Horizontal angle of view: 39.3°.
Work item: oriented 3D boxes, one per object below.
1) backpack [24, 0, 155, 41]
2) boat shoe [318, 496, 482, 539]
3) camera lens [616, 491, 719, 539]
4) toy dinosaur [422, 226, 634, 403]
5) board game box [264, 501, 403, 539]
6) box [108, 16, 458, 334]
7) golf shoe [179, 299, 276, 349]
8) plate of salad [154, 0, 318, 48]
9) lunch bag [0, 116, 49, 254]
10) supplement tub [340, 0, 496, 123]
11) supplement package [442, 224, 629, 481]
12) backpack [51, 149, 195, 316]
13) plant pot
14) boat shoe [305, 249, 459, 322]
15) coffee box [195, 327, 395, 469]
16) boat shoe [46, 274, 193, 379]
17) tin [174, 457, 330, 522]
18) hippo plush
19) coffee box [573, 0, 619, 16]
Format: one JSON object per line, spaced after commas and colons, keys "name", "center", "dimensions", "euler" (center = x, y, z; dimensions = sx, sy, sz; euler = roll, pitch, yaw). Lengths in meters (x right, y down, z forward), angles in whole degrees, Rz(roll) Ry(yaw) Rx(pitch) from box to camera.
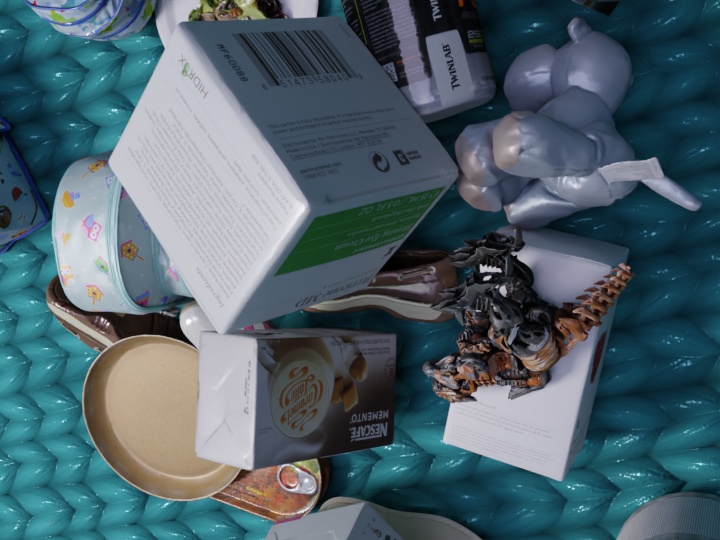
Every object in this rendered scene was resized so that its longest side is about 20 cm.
{"name": "backpack", "center": [-0.281, -0.345, 1.064], "dimensions": [0.161, 0.154, 0.202], "euler": [12, 114, 17]}
{"name": "boat shoe", "center": [0.049, 0.296, 1.064], "dimensions": [0.198, 0.072, 0.060], "euler": [14, 146, 9]}
{"name": "camera lens", "center": [0.291, 0.298, 0.887], "dimensions": [0.158, 0.200, 0.162], "euler": [4, 100, 22]}
{"name": "toy dinosaur", "center": [0.133, 0.041, 0.852], "dimensions": [0.199, 0.102, 0.136], "euler": [-36, 106, 10]}
{"name": "board game box", "center": [0.008, 0.330, 1.018], "dimensions": [0.147, 0.065, 0.200], "euler": [-23, 115, 43]}
{"name": "box", "center": [-0.068, -0.089, 0.875], "dimensions": [0.201, 0.198, 0.172], "euler": [55, 131, 16]}
{"name": "golf shoe", "center": [-0.107, 0.105, 1.030], "dimensions": [0.072, 0.093, 0.200], "euler": [-31, 122, 28]}
{"name": "plate of salad", "center": [-0.137, -0.285, 1.054], "dimensions": [0.198, 0.048, 0.203], "euler": [4, 100, 21]}
{"name": "lunch bag", "center": [-0.476, -0.118, 1.154], "dimensions": [0.123, 0.170, 0.202], "euler": [-29, 86, 20]}
{"name": "supplement tub", "center": [0.046, -0.242, 0.944], "dimensions": [0.121, 0.122, 0.202], "euler": [-14, 94, 23]}
{"name": "supplement package", "center": [0.166, 0.069, 0.945], "dimensions": [0.118, 0.121, 0.202], "euler": [15, 104, 20]}
{"name": "backpack", "center": [-0.213, -0.041, 1.033], "dimensions": [0.152, 0.199, 0.178], "euler": [6, 101, 30]}
{"name": "plant pot", "center": [-0.211, 0.159, 1.109], "dimensions": [0.197, 0.028, 0.203], "euler": [5, 111, 13]}
{"name": "boat shoe", "center": [0.002, -0.003, 1.016], "dimensions": [0.200, 0.075, 0.076], "euler": [5, 119, 11]}
{"name": "coffee box", "center": [-0.057, 0.116, 0.963], "dimensions": [0.079, 0.199, 0.116], "euler": [3, 90, 40]}
{"name": "boat shoe", "center": [-0.269, 0.075, 1.165], "dimensions": [0.201, 0.075, 0.075], "euler": [33, 145, 7]}
{"name": "tin", "center": [-0.126, 0.208, 1.134], "dimensions": [0.198, 0.042, 0.113], "euler": [16, 108, 20]}
{"name": "hippo plush", "center": [0.174, -0.141, 0.878], "dimensions": [0.199, 0.159, 0.163], "euler": [-8, 65, 42]}
{"name": "coffee box", "center": [0.172, -0.281, 0.843], "dimensions": [0.114, 0.200, 0.080], "euler": [38, 111, 13]}
